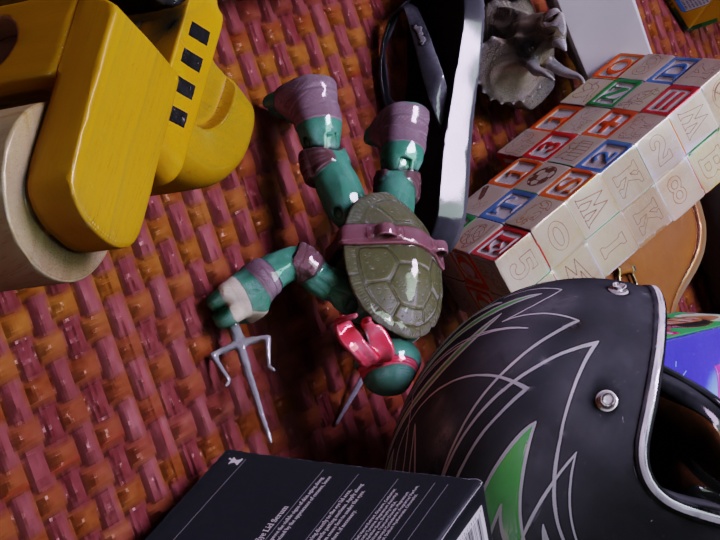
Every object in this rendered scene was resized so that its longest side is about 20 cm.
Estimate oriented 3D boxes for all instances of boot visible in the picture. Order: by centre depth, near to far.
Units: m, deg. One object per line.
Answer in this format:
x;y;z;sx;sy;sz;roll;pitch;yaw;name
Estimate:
0.167;-0.010;1.099;0.154;0.074;0.201;12;67;-46;boot

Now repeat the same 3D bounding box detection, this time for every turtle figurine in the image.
0.000;0.000;0.858;0.150;0.100;0.201;26;53;-46;turtle figurine

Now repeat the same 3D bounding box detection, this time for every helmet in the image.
0.106;0.106;0.821;0.191;0.200;0.200;44;45;-11;helmet

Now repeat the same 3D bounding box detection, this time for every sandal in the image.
0.038;-0.107;0.962;0.043;0.076;0.201;11;67;-22;sandal

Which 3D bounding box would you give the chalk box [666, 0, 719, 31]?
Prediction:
0.310;-0.321;1.342;0.125;0.124;0.200;48;44;-31;chalk box

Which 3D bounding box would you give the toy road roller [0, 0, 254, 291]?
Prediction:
-0.120;-0.061;0.697;0.146;0.122;0.201;51;42;-47;toy road roller

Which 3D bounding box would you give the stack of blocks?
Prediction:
0.136;-0.052;0.999;0.200;0.115;0.059;-39;114;-17;stack of blocks

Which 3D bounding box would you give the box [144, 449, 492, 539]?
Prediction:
-0.043;0.168;0.696;0.200;0.141;0.079;-46;134;-48;box

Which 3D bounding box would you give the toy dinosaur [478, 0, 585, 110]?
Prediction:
0.096;-0.144;1.056;0.200;0.077;0.103;45;34;-81;toy dinosaur

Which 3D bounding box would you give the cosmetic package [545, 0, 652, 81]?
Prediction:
0.148;-0.186;1.068;0.200;0.050;0.083;56;13;-52;cosmetic package

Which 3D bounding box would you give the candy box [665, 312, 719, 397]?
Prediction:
0.168;0.122;1.005;0.199;0.077;0.170;-9;96;-42;candy box

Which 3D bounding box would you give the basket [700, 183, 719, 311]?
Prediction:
0.319;-0.062;1.257;0.200;0.180;0.136;56;11;-10;basket
